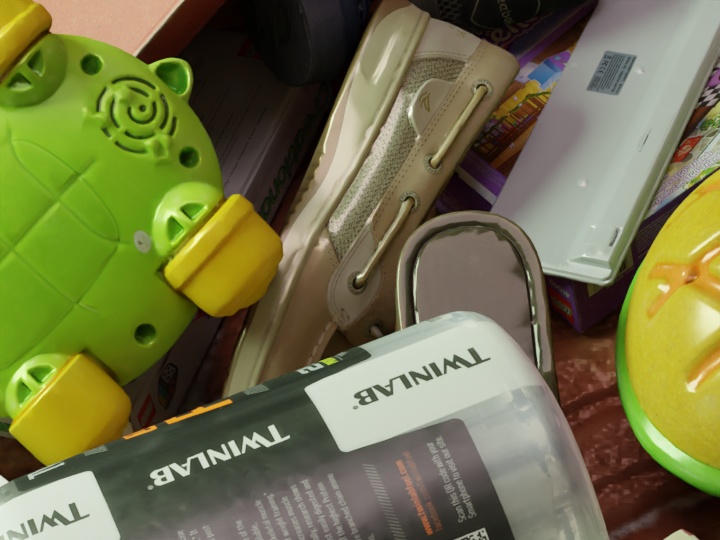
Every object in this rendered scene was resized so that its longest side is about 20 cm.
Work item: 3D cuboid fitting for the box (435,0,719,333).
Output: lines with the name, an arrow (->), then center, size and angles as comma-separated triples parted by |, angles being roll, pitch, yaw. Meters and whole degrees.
box -> 0.118, -0.076, 0.981 | 0.200, 0.039, 0.137 | -34, 50, -16

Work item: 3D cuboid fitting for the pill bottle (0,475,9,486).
pill bottle -> -0.175, 0.155, 0.796 | 0.200, 0.112, 0.111 | -40, 51, -21

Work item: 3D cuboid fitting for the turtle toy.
turtle toy -> -0.129, 0.000, 0.873 | 0.146, 0.101, 0.200 | 44, 89, -5

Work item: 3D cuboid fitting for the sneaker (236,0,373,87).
sneaker -> -0.012, -0.130, 1.009 | 0.081, 0.071, 0.200 | -8, 25, -9

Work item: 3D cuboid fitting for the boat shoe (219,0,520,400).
boat shoe -> 0.000, 0.000, 0.904 | 0.065, 0.072, 0.201 | 23, 76, -1

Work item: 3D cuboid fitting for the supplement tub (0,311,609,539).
supplement tub -> -0.033, 0.100, 0.728 | 0.199, 0.123, 0.123 | -20, 47, -11

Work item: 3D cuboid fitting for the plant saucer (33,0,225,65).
plant saucer -> -0.108, -0.137, 0.973 | 0.200, 0.037, 0.201 | -45, 46, 28

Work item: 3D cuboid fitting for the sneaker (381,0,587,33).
sneaker -> 0.070, -0.179, 1.005 | 0.113, 0.076, 0.200 | -6, 52, 14

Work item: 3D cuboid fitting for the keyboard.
keyboard -> 0.103, -0.073, 0.950 | 0.056, 0.011, 0.201 | 8, 51, 28

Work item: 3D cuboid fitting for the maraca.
maraca -> 0.162, 0.000, 0.854 | 0.136, 0.107, 0.201 | 9, 51, 23

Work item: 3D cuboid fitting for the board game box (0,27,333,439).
board game box -> -0.104, -0.020, 0.988 | 0.126, 0.035, 0.201 | 10, 52, 21

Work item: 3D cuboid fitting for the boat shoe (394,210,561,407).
boat shoe -> 0.042, 0.084, 0.839 | 0.071, 0.068, 0.201 | 4, 70, 4

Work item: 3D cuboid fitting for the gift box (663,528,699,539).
gift box -> 0.055, 0.204, 0.656 | 0.186, 0.185, 0.200 | -30, 46, -24
